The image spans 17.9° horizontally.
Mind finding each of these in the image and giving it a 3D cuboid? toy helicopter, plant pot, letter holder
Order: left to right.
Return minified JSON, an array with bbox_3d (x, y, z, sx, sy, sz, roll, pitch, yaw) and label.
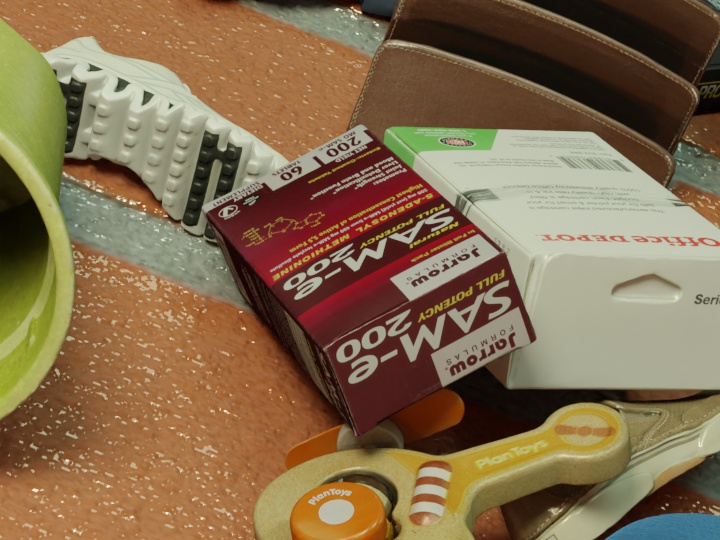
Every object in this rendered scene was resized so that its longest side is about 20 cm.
[{"bbox_3d":[-0.228,-0.044,1.150,0.199,0.201,0.184,18,28,-5],"label":"plant pot"},{"bbox_3d":[0.040,0.106,1.156,0.199,0.079,0.132,-17,35,-12],"label":"toy helicopter"},{"bbox_3d":[0.113,-0.126,1.433,0.199,0.143,0.101,23,39,0],"label":"letter holder"}]

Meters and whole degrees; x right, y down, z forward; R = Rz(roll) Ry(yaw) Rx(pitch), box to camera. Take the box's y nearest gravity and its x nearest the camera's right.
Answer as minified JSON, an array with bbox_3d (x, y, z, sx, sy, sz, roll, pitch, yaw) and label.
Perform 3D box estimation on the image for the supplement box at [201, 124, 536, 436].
[{"bbox_3d":[0.000,0.000,1.217,0.108,0.061,0.200,-28,31,-10],"label":"supplement box"}]

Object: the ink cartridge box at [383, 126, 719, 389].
[{"bbox_3d":[0.110,-0.009,1.296,0.145,0.084,0.200,1,23,-24],"label":"ink cartridge box"}]

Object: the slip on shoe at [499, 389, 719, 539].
[{"bbox_3d":[0.147,0.095,1.249,0.200,0.076,0.061,-29,82,-36],"label":"slip on shoe"}]

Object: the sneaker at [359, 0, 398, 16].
[{"bbox_3d":[-0.008,-0.209,1.520,0.146,0.081,0.200,32,34,19],"label":"sneaker"}]

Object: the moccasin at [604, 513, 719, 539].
[{"bbox_3d":[0.132,0.177,1.158,0.199,0.068,0.080,-10,41,-35],"label":"moccasin"}]

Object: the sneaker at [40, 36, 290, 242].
[{"bbox_3d":[-0.109,-0.081,1.340,0.199,0.075,0.081,29,30,8],"label":"sneaker"}]

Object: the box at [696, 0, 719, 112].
[{"bbox_3d":[0.183,-0.191,1.615,0.160,0.049,0.200,-9,50,-31],"label":"box"}]
